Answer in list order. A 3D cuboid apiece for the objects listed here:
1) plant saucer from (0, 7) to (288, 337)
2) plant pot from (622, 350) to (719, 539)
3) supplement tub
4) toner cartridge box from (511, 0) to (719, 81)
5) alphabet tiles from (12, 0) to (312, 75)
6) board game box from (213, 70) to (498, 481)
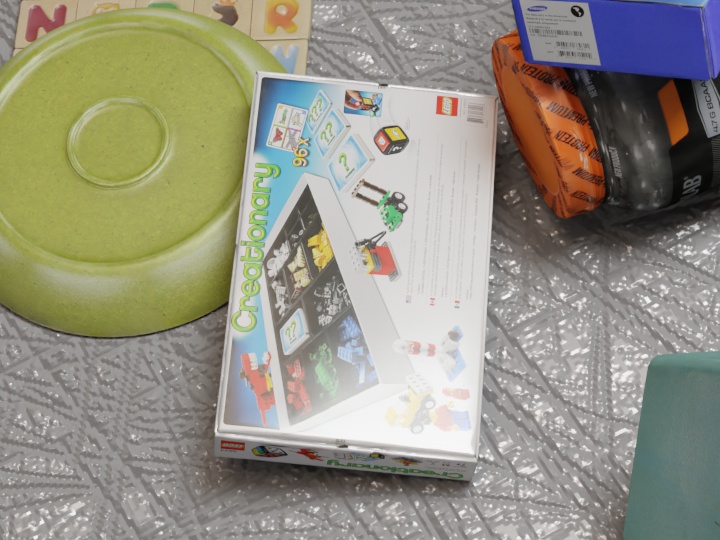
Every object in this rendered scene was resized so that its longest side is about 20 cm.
[{"bbox_3d":[-0.125,-0.061,1.113,0.200,0.031,0.200,-3,62,5],"label":"plant saucer"},{"bbox_3d":[0.213,0.101,0.881,0.141,0.141,0.200,-1,14,-35],"label":"plant pot"},{"bbox_3d":[0.174,-0.106,1.051,0.200,0.123,0.123,-22,60,-5],"label":"supplement tub"},{"bbox_3d":[0.154,-0.170,1.002,0.095,0.043,0.200,9,46,27],"label":"toner cartridge box"},{"bbox_3d":[-0.109,-0.153,1.183,0.166,0.006,0.200,-1,60,7],"label":"alphabet tiles"},{"bbox_3d":[0.000,0.000,1.045,0.126,0.035,0.200,6,65,-2],"label":"board game box"}]
